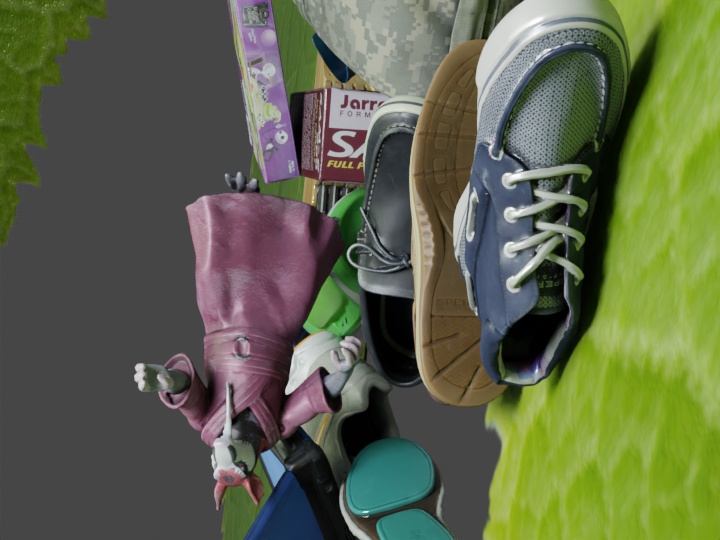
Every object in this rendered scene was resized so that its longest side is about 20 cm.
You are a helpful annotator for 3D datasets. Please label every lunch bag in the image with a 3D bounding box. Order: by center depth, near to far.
[{"bbox_3d":[0.037,-0.209,0.969,0.168,0.138,0.201,-117,27,-43],"label":"lunch bag"}]

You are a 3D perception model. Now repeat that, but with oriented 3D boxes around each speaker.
[{"bbox_3d":[0.000,0.000,1.220,0.200,0.087,0.089,129,146,-74],"label":"speaker"}]

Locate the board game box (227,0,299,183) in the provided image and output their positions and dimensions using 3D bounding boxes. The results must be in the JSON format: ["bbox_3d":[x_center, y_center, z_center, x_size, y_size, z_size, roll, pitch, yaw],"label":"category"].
[{"bbox_3d":[-0.074,-0.170,1.129,0.120,0.032,0.202,-104,5,-72],"label":"board game box"}]

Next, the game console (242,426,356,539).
[{"bbox_3d":[-0.061,0.195,1.109,0.171,0.118,0.201,43,158,45],"label":"game console"}]

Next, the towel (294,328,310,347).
[{"bbox_3d":[-0.045,0.058,1.351,0.145,0.024,0.202,-67,-41,-79],"label":"towel"}]

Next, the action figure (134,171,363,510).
[{"bbox_3d":[-0.077,0.049,1.042,0.149,0.133,0.202,138,141,-70],"label":"action figure"}]

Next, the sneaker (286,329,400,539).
[{"bbox_3d":[-0.010,0.150,1.226,0.092,0.075,0.202,28,132,46],"label":"sneaker"}]

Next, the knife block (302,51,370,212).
[{"bbox_3d":[-0.015,-0.078,1.432,0.201,0.063,0.177,-95,15,-50],"label":"knife block"}]

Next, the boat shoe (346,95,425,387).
[{"bbox_3d":[0.032,-0.012,1.001,0.062,0.074,0.201,-65,-19,-48],"label":"boat shoe"}]

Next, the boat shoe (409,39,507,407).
[{"bbox_3d":[0.057,-0.024,0.930,0.072,0.071,0.202,137,135,-79],"label":"boat shoe"}]

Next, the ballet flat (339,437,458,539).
[{"bbox_3d":[0.028,0.166,1.020,0.200,0.069,0.070,-118,35,-73],"label":"ballet flat"}]

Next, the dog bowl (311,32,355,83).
[{"bbox_3d":[-0.032,-0.227,1.164,0.201,0.049,0.112,62,172,20],"label":"dog bowl"}]

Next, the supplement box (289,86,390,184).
[{"bbox_3d":[0.014,-0.088,1.115,0.200,0.108,0.062,-152,65,-81],"label":"supplement box"}]

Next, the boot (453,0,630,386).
[{"bbox_3d":[0.087,-0.032,0.774,0.201,0.072,0.091,96,169,-56],"label":"boot"}]

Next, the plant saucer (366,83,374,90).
[{"bbox_3d":[-0.008,-0.251,1.281,0.201,0.048,0.201,80,164,-61],"label":"plant saucer"}]
